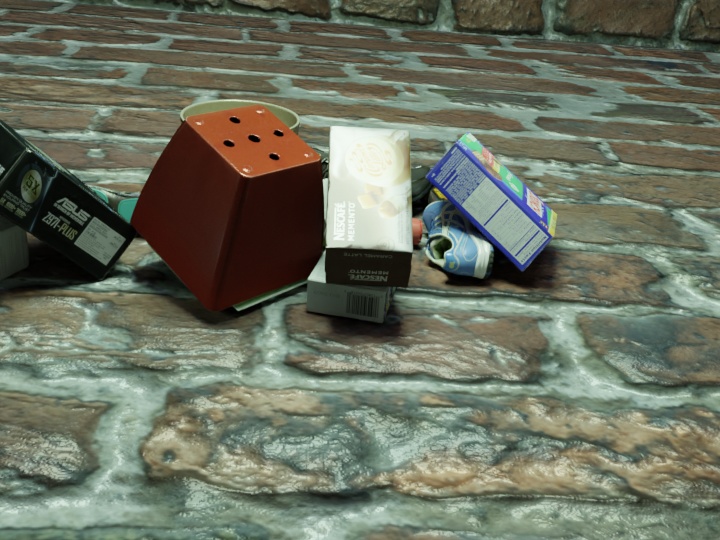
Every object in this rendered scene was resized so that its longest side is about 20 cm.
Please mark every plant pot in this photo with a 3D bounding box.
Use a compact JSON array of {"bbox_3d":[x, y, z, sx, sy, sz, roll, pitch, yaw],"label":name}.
[{"bbox_3d":[-0.159,-0.101,1.126,0.198,0.179,0.200,-20,52,-43],"label":"plant pot"}]

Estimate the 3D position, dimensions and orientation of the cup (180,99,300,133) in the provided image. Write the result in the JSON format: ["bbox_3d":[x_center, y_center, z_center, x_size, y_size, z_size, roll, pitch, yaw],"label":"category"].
[{"bbox_3d":[-0.202,-0.189,1.431,0.195,0.146,0.201,4,26,-2],"label":"cup"}]

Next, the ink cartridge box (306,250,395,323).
[{"bbox_3d":[0.000,0.000,1.195,0.106,0.051,0.201,9,25,8],"label":"ink cartridge box"}]

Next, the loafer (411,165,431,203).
[{"bbox_3d":[0.050,-0.145,1.438,0.198,0.074,0.072,-29,32,-37],"label":"loafer"}]

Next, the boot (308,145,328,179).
[{"bbox_3d":[-0.080,-0.161,1.260,0.199,0.070,0.173,29,0,45],"label":"boot"}]

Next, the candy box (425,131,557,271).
[{"bbox_3d":[0.204,-0.110,1.300,0.200,0.077,0.169,44,20,0],"label":"candy box"}]

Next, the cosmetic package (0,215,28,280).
[{"bbox_3d":[-0.531,-0.012,1.090,0.100,0.076,0.200,17,30,21],"label":"cosmetic package"}]

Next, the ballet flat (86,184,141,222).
[{"bbox_3d":[-0.373,-0.089,1.302,0.195,0.074,0.072,5,25,-1],"label":"ballet flat"}]

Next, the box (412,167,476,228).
[{"bbox_3d":[0.180,-0.131,1.510,0.134,0.041,0.201,-3,27,-14],"label":"box"}]

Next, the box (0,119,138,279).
[{"bbox_3d":[-0.420,-0.099,1.141,0.163,0.087,0.200,34,-7,44],"label":"box"}]

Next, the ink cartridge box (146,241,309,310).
[{"bbox_3d":[-0.183,-0.014,1.192,0.144,0.049,0.200,-22,57,-43],"label":"ink cartridge box"}]

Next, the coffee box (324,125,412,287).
[{"bbox_3d":[0.010,-0.086,1.121,0.111,0.080,0.204,3,56,-2],"label":"coffee box"}]

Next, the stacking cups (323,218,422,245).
[{"bbox_3d":[-0.001,-0.065,1.316,0.195,0.062,0.061,1,26,-10],"label":"stacking cups"}]

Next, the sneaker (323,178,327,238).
[{"bbox_3d":[-0.032,-0.072,1.199,0.196,0.078,0.081,13,35,18],"label":"sneaker"}]

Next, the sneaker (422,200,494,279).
[{"bbox_3d":[0.132,-0.055,1.299,0.075,0.077,0.200,1,24,-19],"label":"sneaker"}]
